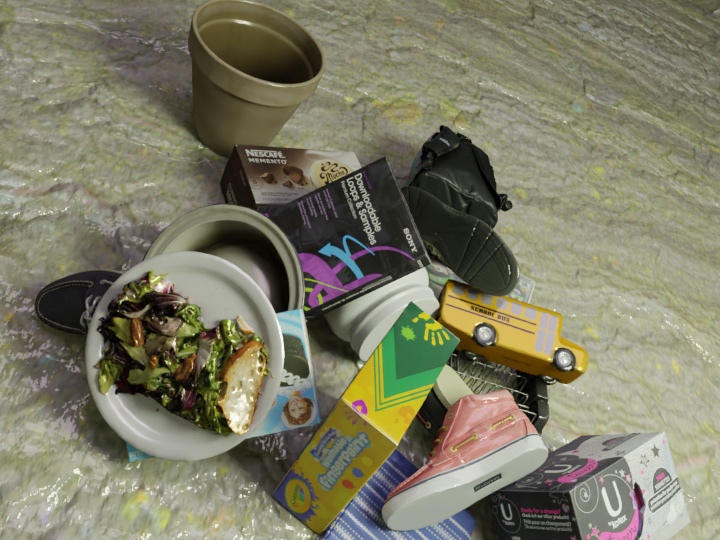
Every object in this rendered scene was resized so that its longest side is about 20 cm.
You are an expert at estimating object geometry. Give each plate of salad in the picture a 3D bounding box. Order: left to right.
[{"bbox_3d":[-0.172,0.083,0.746,0.198,0.202,0.048,31,-1,1],"label":"plate of salad"}]

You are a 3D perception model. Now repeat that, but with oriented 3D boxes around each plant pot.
[{"bbox_3d":[-0.171,-0.268,1.139,0.196,0.175,0.203,17,43,-16],"label":"plant pot"}]

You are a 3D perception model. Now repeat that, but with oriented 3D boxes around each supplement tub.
[{"bbox_3d":[0.000,0.000,1.007,0.143,0.146,0.202,-12,57,-38],"label":"supplement tub"}]

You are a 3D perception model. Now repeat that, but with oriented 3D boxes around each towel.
[{"bbox_3d":[0.036,0.300,0.841,0.144,0.024,0.200,39,44,5],"label":"towel"}]

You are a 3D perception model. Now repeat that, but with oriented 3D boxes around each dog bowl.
[{"bbox_3d":[-0.151,0.033,0.873,0.195,0.074,0.205,-2,77,9],"label":"dog bowl"}]

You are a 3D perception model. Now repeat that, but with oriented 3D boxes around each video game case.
[{"bbox_3d":[0.155,0.011,1.133,0.197,0.024,0.182,29,29,7],"label":"video game case"}]

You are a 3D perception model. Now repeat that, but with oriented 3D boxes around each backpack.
[{"bbox_3d":[0.139,-0.140,1.224,0.165,0.127,0.201,32,30,-14],"label":"backpack"}]

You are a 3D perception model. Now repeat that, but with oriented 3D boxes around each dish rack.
[{"bbox_3d":[0.166,0.132,1.050,0.196,0.055,0.155,20,42,-10],"label":"dish rack"}]

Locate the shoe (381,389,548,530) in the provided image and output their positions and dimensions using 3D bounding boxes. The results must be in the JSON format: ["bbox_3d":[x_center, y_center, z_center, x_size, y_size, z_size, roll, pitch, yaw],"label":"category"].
[{"bbox_3d":[0.103,0.208,0.862,0.197,0.072,0.092,-23,48,-8],"label":"shoe"}]

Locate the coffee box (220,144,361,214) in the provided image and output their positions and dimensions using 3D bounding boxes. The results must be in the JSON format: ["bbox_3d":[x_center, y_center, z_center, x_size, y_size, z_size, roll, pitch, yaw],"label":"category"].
[{"bbox_3d":[-0.088,-0.109,1.107,0.196,0.080,0.114,-1,52,-31],"label":"coffee box"}]

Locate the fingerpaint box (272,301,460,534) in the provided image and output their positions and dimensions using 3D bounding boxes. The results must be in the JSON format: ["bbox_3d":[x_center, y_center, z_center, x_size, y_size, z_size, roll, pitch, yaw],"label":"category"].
[{"bbox_3d":[0.006,0.158,0.818,0.073,0.201,0.167,36,41,5],"label":"fingerpaint box"}]

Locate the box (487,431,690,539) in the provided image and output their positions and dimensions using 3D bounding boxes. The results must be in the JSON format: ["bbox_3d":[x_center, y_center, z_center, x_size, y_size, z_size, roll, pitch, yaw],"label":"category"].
[{"bbox_3d":[0.264,0.270,0.889,0.197,0.131,0.117,-15,87,-38],"label":"box"}]

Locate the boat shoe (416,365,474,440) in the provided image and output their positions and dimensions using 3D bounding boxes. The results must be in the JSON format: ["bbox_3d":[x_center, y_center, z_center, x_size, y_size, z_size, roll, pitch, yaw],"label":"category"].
[{"bbox_3d":[0.136,0.213,0.950,0.203,0.063,0.073,53,33,3],"label":"boat shoe"}]

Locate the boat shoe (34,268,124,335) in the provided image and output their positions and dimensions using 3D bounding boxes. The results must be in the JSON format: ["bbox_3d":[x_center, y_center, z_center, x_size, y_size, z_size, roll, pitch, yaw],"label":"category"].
[{"bbox_3d":[-0.265,0.036,0.818,0.195,0.075,0.063,2,-1,12],"label":"boat shoe"}]

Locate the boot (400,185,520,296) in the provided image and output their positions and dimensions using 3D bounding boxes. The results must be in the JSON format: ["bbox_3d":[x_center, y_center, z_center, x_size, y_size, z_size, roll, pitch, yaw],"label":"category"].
[{"bbox_3d":[0.142,-0.030,1.041,0.203,0.074,0.153,38,5,24],"label":"boot"}]

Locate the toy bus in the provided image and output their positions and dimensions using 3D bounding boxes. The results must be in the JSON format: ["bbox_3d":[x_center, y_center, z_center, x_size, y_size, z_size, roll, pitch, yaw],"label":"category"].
[{"bbox_3d":[0.193,0.082,0.999,0.196,0.065,0.080,17,64,0],"label":"toy bus"}]

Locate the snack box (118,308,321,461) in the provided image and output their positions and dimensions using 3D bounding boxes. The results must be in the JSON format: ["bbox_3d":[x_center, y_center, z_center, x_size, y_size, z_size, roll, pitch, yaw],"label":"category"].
[{"bbox_3d":[-0.145,0.116,0.790,0.195,0.037,0.119,-11,84,-2],"label":"snack box"}]

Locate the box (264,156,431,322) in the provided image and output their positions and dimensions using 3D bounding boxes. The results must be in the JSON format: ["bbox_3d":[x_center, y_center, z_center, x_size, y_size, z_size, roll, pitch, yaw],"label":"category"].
[{"bbox_3d":[-0.030,-0.033,0.928,0.197,0.036,0.145,-24,65,5],"label":"box"}]
